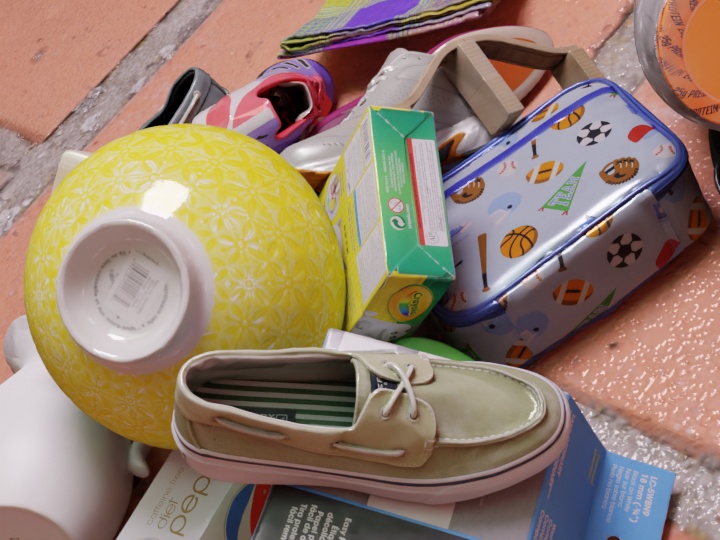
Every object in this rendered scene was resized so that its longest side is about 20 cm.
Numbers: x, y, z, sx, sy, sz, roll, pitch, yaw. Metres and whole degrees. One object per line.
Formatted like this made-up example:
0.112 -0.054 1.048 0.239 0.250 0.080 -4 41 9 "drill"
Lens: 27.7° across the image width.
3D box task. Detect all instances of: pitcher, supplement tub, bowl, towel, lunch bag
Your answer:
-0.185 0.114 0.988 0.171 0.121 0.200 -7 34 10 "pitcher"
0.222 -0.153 0.857 0.122 0.123 0.200 -22 14 16 "supplement tub"
-0.116 0.011 0.843 0.199 0.108 0.201 0 90 13 "bowl"
0.041 -0.221 1.178 0.200 0.023 0.144 -6 29 30 "towel"
0.111 -0.032 0.940 0.200 0.076 0.160 -33 38 2 "lunch bag"

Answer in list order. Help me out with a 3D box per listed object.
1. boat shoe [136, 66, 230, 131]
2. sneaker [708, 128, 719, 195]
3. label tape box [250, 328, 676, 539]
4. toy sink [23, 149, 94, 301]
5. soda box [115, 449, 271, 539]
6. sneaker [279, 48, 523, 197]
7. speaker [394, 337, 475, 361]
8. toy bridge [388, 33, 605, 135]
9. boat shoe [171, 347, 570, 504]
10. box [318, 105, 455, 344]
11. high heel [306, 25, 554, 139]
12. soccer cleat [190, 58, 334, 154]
-0.193 -0.094 1.224 0.200 0.062 0.073 -39 40 -3 "boat shoe"
0.245 -0.055 0.848 0.077 0.084 0.200 -26 31 13 "sneaker"
0.056 0.126 0.755 0.199 0.063 0.145 15 61 10 "label tape box"
-0.119 -0.007 1.001 0.130 0.200 0.112 17 95 12 "toy sink"
-0.104 0.174 0.894 0.064 0.068 0.200 10 58 40 "soda box"
0.018 -0.103 0.998 0.200 0.092 0.076 -17 -12 -35 "sneaker"
0.007 0.139 0.835 0.088 0.089 0.200 6 55 39 "speaker"
0.080 -0.124 0.982 0.200 0.067 0.027 -23 -18 -39 "toy bridge"
0.005 0.072 0.714 0.199 0.062 0.072 -2 59 -1 "boat shoe"
0.000 0.000 0.918 0.200 0.048 0.118 126 143 -57 "box"
0.048 -0.129 1.100 0.200 0.068 0.096 -23 5 -8 "high heel"
-0.054 -0.124 1.103 0.073 0.068 0.200 -24 8 29 "soccer cleat"
